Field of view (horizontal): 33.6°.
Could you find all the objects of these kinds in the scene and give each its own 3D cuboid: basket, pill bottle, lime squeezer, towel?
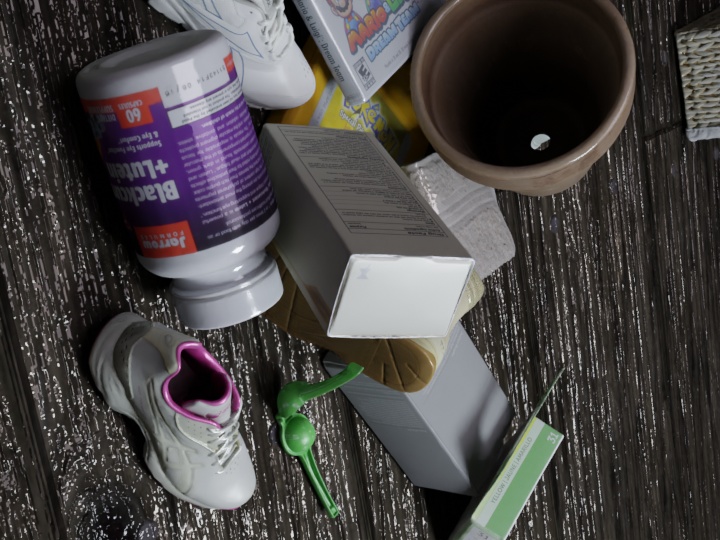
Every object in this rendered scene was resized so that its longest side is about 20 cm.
[{"bbox_3d":[0.567,-0.286,1.651,0.198,0.200,0.161,-32,114,-47],"label":"basket"},{"bbox_3d":[-0.123,-0.063,0.866,0.111,0.111,0.200,-38,120,-44],"label":"pill bottle"},{"bbox_3d":[-0.039,0.133,1.022,0.038,0.070,0.200,-67,170,-47],"label":"lime squeezer"},{"bbox_3d":[0.099,-0.055,1.148,0.133,0.034,0.200,69,24,-5],"label":"towel"}]

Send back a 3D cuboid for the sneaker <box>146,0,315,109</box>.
[{"bbox_3d":[-0.092,-0.192,0.918,0.200,0.087,0.075,43,58,-44],"label":"sneaker"}]

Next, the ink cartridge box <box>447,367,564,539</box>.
[{"bbox_3d":[0.156,0.203,1.188,0.146,0.048,0.200,-52,173,-35],"label":"ink cartridge box"}]

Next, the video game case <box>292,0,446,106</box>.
[{"bbox_3d":[0.001,-0.269,1.047,0.182,0.024,0.200,60,42,-21],"label":"video game case"}]

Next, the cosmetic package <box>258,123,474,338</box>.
[{"bbox_3d":[-0.007,-0.034,0.909,0.105,0.200,0.071,3,122,-25],"label":"cosmetic package"}]

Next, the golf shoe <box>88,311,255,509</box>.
[{"bbox_3d":[-0.122,0.116,0.893,0.075,0.091,0.200,-59,134,-33],"label":"golf shoe"}]

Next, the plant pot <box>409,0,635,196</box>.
[{"bbox_3d":[0.160,-0.149,1.107,0.175,0.200,0.201,48,53,-66],"label":"plant pot"}]

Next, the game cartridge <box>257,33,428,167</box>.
[{"bbox_3d":[-0.005,-0.126,1.075,0.176,0.032,0.200,47,57,-41],"label":"game cartridge"}]

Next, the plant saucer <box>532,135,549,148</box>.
[{"bbox_3d":[0.217,-0.226,1.278,0.200,0.050,0.201,11,90,-72],"label":"plant saucer"}]

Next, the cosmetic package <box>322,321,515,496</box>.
[{"bbox_3d":[0.061,0.114,1.128,0.107,0.090,0.200,-59,136,-32],"label":"cosmetic package"}]

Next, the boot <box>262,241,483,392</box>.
[{"bbox_3d":[0.000,0.000,1.003,0.155,0.200,0.073,-49,168,-52],"label":"boot"}]
